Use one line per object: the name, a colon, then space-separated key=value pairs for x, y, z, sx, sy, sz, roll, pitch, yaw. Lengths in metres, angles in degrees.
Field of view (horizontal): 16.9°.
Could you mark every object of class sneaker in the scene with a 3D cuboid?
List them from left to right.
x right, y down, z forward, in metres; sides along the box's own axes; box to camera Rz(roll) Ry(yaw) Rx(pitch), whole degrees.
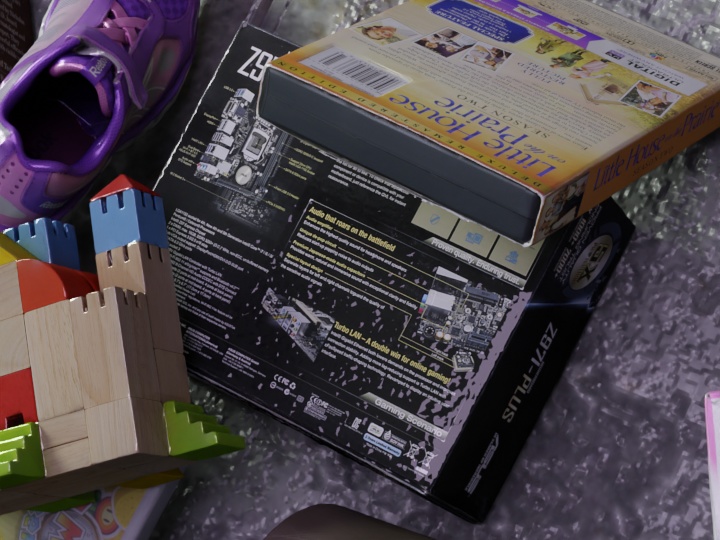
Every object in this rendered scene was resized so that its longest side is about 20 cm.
sneaker: x=-0.131 y=-0.095 z=1.185 sx=0.080 sy=0.088 sz=0.200 roll=35 pitch=59 yaw=-6

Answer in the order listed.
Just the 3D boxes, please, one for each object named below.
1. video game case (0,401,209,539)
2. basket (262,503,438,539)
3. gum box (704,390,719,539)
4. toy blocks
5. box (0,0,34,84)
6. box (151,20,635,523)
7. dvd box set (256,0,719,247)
video game case: x=-0.190 y=0.108 z=1.178 sx=0.182 sy=0.023 sz=0.200 roll=32 pitch=102 yaw=18
basket: x=0.043 y=0.188 z=1.041 sx=0.200 sy=0.181 sz=0.136 roll=23 pitch=52 yaw=32
gum box: x=0.193 y=0.156 z=1.010 sx=0.066 sy=0.113 sz=0.201 roll=-7 pitch=72 yaw=18
toy blocks: x=-0.158 y=0.036 z=1.110 sx=0.200 sy=0.100 sz=0.137 roll=-17 pitch=74 yaw=26
box: x=-0.224 y=-0.095 z=1.261 sx=0.100 sy=0.075 sz=0.201 roll=-16 pitch=68 yaw=16
box: x=0.000 y=0.000 z=1.142 sx=0.200 sy=0.086 sz=0.164 roll=25 pitch=85 yaw=24
dvd box set: x=0.068 y=-0.080 z=1.091 sx=0.146 sy=0.200 sz=0.029 roll=26 pitch=122 yaw=24
